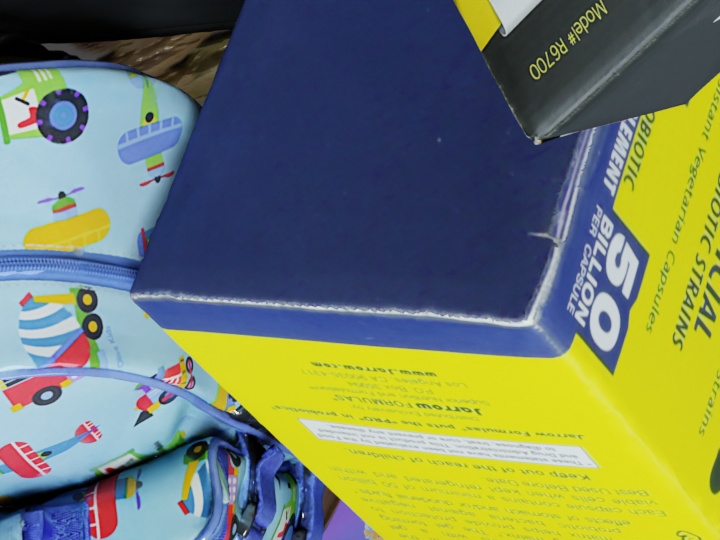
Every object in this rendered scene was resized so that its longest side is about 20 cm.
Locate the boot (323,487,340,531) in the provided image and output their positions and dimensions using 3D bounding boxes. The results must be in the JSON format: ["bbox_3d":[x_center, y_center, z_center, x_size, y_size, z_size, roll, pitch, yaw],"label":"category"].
[{"bbox_3d":[0.000,0.000,0.874,0.064,0.187,0.200,21,157,-7],"label":"boot"}]

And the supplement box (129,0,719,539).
[{"bbox_3d":[0.054,0.011,0.653,0.109,0.109,0.200,4,153,34],"label":"supplement box"}]

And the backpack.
[{"bbox_3d":[-0.106,0.019,0.659,0.181,0.136,0.200,-9,168,8],"label":"backpack"}]

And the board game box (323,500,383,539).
[{"bbox_3d":[0.043,0.079,1.043,0.200,0.045,0.135,-35,173,-18],"label":"board game box"}]

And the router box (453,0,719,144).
[{"bbox_3d":[0.067,-0.139,0.484,0.051,0.150,0.200,-16,161,-40],"label":"router box"}]

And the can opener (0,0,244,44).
[{"bbox_3d":[-0.045,-0.082,0.689,0.199,0.079,0.063,-11,-163,-39],"label":"can opener"}]
